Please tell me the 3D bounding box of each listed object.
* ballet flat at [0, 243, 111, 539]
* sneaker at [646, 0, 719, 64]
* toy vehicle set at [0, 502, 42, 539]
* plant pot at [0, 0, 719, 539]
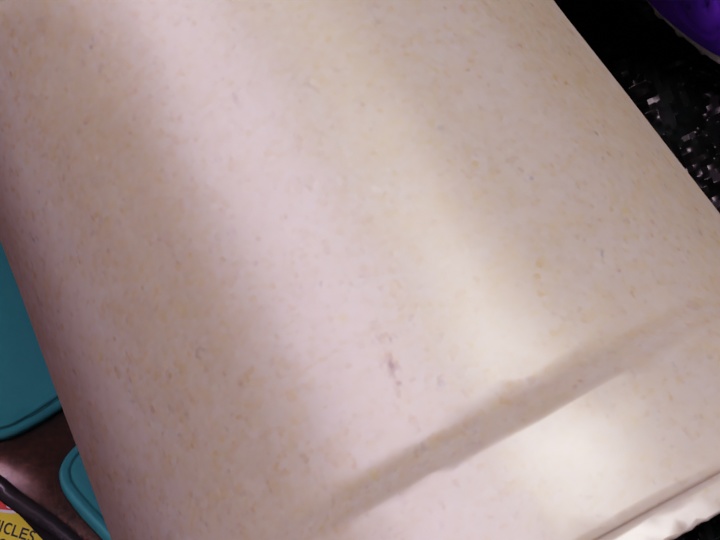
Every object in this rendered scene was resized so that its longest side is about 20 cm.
[{"bbox_3d":[-0.082,0.054,0.761,0.068,0.068,0.200,-27,63,-25],"label":"ballet flat"},{"bbox_3d":[0.146,-0.076,0.721,0.200,0.100,0.070,34,86,27],"label":"sneaker"},{"bbox_3d":[-0.119,0.096,0.820,0.200,0.027,0.124,16,80,26],"label":"toy vehicle set"},{"bbox_3d":[0.000,0.000,0.634,0.200,0.200,0.184,-30,82,11],"label":"plant pot"}]
